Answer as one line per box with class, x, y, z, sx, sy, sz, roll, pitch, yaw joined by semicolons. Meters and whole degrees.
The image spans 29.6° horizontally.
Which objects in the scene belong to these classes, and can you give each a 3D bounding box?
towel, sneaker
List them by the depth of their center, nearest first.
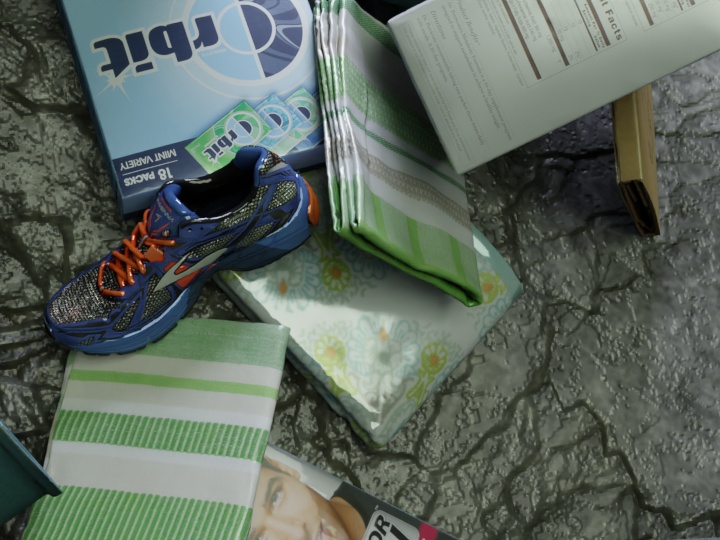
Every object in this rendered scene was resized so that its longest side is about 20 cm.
towel;-0.135;0.124;0.881;0.152;0.023;0.201;4;64;13
sneaker;-0.125;-0.020;0.899;0.200;0.079;0.075;-35;52;-8
towel;0.031;-0.086;0.951;0.149;0.031;0.201;26;46;-41
towel;0.000;0.000;0.992;0.200;0.048;0.171;46;70;-3

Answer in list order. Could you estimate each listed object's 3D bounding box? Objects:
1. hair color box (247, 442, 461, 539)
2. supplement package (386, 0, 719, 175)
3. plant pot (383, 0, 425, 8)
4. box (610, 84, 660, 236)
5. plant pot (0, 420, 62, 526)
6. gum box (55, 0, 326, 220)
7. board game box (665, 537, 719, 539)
hair color box;-0.037;0.190;0.925;0.199;0.061;0.099;28;70;-10
supplement package;0.129;-0.158;0.903;0.199;0.114;0.110;-25;98;6
plant pot;0.078;-0.278;1.010;0.160;0.200;0.202;17;71;-33
box;0.208;-0.141;1.044;0.021;0.163;0.201;-6;76;17
plant pot;-0.313;0.120;0.790;0.196;0.200;0.200;-41;92;-14
gum box;-0.114;-0.153;0.964;0.169;0.045;0.201;-15;74;-14
board game box;0.205;0.275;0.940;0.064;0.147;0.200;48;67;-4
